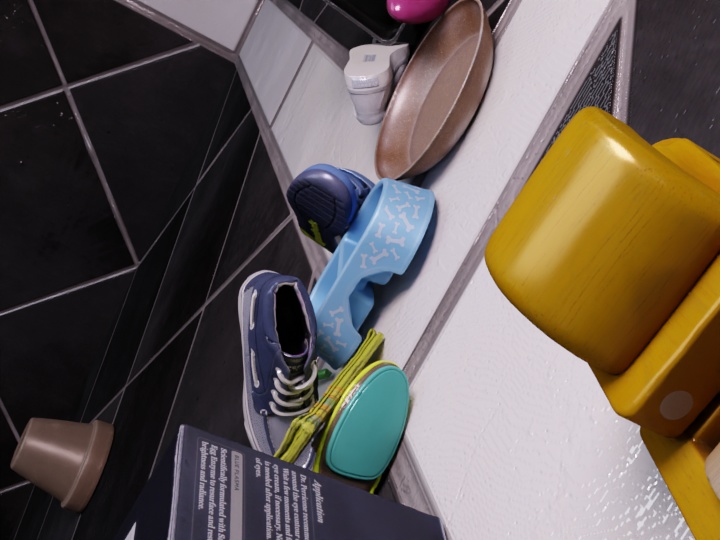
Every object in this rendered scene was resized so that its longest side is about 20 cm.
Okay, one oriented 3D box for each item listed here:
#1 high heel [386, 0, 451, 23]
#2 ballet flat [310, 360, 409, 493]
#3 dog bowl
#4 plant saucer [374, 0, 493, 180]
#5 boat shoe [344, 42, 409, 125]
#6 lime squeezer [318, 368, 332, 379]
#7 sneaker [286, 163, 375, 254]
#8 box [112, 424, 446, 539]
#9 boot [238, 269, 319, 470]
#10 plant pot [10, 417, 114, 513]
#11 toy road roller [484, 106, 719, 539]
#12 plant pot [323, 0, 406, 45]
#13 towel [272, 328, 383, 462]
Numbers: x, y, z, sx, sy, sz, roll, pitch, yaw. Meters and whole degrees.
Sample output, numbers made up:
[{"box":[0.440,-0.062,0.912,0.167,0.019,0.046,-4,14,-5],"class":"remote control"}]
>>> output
[{"box":[0.096,-0.335,0.971,0.201,0.067,0.096,-55,2,-32],"class":"high heel"},{"box":[-0.020,0.166,0.750,0.067,0.066,0.202,-3,66,58],"class":"ballet flat"},{"box":[0.000,0.000,0.904,0.201,0.049,0.112,-59,11,22],"class":"dog bowl"},{"box":[0.078,-0.174,0.945,0.201,0.036,0.202,-54,22,34],"class":"plant saucer"},{"box":[0.023,-0.222,1.107,0.201,0.071,0.069,-83,-11,-65],"class":"boat shoe"},{"box":[-0.073,0.104,1.044,0.070,0.038,0.200,-34,20,-2],"class":"lime squeezer"},{"box":[-0.025,-0.077,0.983,0.083,0.074,0.200,-52,-6,-10],"class":"sneaker"},{"box":[-0.069,0.233,0.599,0.198,0.198,0.118,-56,22,24],"class":"box"},{"box":[-0.069,0.102,0.854,0.090,0.072,0.203,-176,74,-70],"class":"boot"},{"box":[-0.647,0.397,2.029,0.201,0.173,0.201,-53,21,31],"class":"plant pot"},{"box":[0.136,0.017,0.381,0.124,0.145,0.201,-58,20,22],"class":"toy road roller"},{"box":[0.027,-0.427,1.149,0.200,0.199,0.178,-55,0,28],"class":"plant pot"},{"box":[-0.033,0.116,0.796,0.086,0.018,0.200,-56,-5,24],"class":"towel"}]
